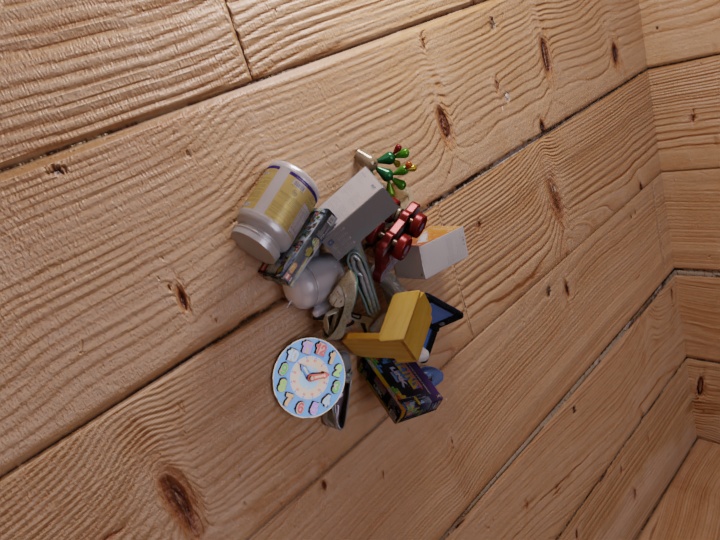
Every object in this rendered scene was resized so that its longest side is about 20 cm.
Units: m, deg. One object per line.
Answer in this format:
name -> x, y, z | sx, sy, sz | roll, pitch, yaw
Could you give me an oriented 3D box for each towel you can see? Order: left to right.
towel -> 0.000, 0.000, 1.559 | 0.047, 0.172, 0.204 | -17, 118, 2

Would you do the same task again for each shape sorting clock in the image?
shape sorting clock -> -0.129, 0.273, 1.521 | 0.195, 0.039, 0.206 | 2, 85, -23

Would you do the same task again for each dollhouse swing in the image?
dollhouse swing -> 0.072, 0.142, 1.572 | 0.186, 0.172, 0.200 | -69, 156, -16

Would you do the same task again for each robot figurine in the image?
robot figurine -> -0.113, 0.025, 1.494 | 0.197, 0.112, 0.174 | -22, 94, -37

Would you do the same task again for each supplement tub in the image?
supplement tub -> -0.198, -0.134, 1.389 | 0.145, 0.144, 0.203 | 43, 67, -33

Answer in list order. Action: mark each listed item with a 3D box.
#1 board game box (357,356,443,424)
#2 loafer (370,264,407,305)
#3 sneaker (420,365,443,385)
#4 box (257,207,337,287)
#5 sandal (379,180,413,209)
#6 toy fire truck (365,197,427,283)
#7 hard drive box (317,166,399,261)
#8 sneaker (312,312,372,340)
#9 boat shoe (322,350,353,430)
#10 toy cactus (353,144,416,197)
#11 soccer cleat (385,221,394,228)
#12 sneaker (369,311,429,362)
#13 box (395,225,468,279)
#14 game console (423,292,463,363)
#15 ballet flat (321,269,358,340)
board game box -> 0.109, 0.313, 1.657 | 0.162, 0.201, 0.058 | -7, 135, -39
loafer -> 0.093, 0.067, 1.675 | 0.200, 0.070, 0.070 | 46, 16, 3
sneaker -> 0.184, 0.340, 1.790 | 0.196, 0.088, 0.081 | -8, 100, -40
box -> -0.152, -0.060, 1.429 | 0.040, 0.136, 0.202 | 41, 72, -30
sandal -> 0.097, -0.216, 1.685 | 0.208, 0.069, 0.080 | 10, 87, -41
toy fire truck -> 0.094, -0.081, 1.590 | 0.201, 0.110, 0.170 | -52, 161, -29
hard drive box -> -0.021, -0.144, 1.483 | 0.199, 0.157, 0.077 | -40, 122, 6
sneaker -> -0.048, 0.146, 1.587 | 0.197, 0.073, 0.082 | 17, 86, -39
boat shoe -> -0.053, 0.320, 1.600 | 0.073, 0.064, 0.208 | 16, 82, -40
toy cactus -> 0.054, -0.268, 1.606 | 0.163, 0.102, 0.203 | 33, 83, -1
soccer cleat -> 0.051, -0.145, 1.646 | 0.196, 0.077, 0.072 | -9, 99, -39
sneaker -> 0.124, 0.190, 1.693 | 0.198, 0.071, 0.081 | 32, 103, -17
box -> 0.205, -0.056, 1.756 | 0.197, 0.123, 0.100 | -25, 109, -37
game console -> 0.193, 0.174, 1.774 | 0.198, 0.169, 0.121 | 26, 50, -38
ballet flat -> -0.054, 0.093, 1.467 | 0.061, 0.067, 0.204 | -10, 127, -35
